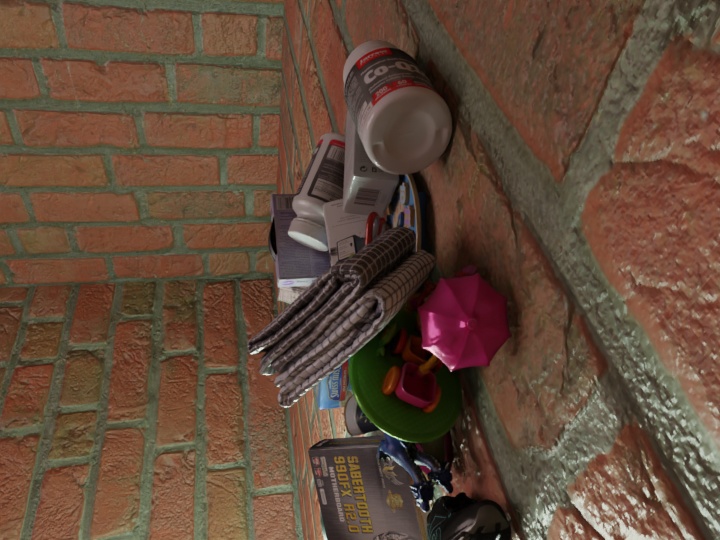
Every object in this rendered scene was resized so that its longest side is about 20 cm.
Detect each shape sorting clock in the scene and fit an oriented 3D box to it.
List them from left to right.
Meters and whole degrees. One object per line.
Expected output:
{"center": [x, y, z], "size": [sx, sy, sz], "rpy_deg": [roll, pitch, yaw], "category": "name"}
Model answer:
{"center": [0.060, -0.053, 0.860], "size": [0.200, 0.039, 0.202], "rpy_deg": [178, 90, -77], "category": "shape sorting clock"}

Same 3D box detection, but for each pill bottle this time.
{"center": [-0.061, -0.143, 1.055], "size": [0.111, 0.110, 0.201], "rpy_deg": [150, 143, -75], "category": "pill bottle"}
{"center": [0.040, -0.226, 0.754], "size": [0.201, 0.113, 0.114], "rpy_deg": [-108, 20, -47], "category": "pill bottle"}

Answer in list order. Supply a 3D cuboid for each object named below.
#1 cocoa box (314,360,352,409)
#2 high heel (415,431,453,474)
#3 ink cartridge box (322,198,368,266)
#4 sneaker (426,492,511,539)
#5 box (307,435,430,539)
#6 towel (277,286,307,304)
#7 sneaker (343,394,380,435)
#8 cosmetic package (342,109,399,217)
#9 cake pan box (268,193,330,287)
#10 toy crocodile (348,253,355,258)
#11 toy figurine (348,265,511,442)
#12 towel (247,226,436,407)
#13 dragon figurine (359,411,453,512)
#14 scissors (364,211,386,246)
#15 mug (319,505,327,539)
{"center": [-0.031, 0.145, 1.083], "size": [0.200, 0.130, 0.134], "rpy_deg": [-112, 23, -55], "category": "cocoa box"}
{"center": [0.079, 0.165, 0.735], "size": [0.096, 0.067, 0.201], "rpy_deg": [-138, 41, -85], "category": "high heel"}
{"center": [0.000, 0.000, 0.945], "size": [0.147, 0.085, 0.201], "rpy_deg": [71, -173, -60], "category": "ink cartridge box"}
{"center": [0.108, 0.290, 0.642], "size": [0.201, 0.075, 0.080], "rpy_deg": [104, 161, -50], "category": "sneaker"}
{"center": [0.020, 0.341, 0.806], "size": [0.048, 0.158, 0.201], "rpy_deg": [-12, -90, -60], "category": "box"}
{"center": [-0.099, 0.000, 1.247], "size": [0.199, 0.034, 0.194], "rpy_deg": [16, 95, 33], "category": "towel"}
{"center": [0.056, 0.186, 0.875], "size": [0.071, 0.108, 0.200], "rpy_deg": [71, -157, -11], "category": "sneaker"}
{"center": [0.016, -0.197, 0.893], "size": [0.102, 0.071, 0.201], "rpy_deg": [113, 161, -62], "category": "cosmetic package"}
{"center": [-0.080, -0.063, 1.113], "size": [0.052, 0.199, 0.185], "rpy_deg": [115, 148, -62], "category": "cake pan box"}
{"center": [0.038, 0.053, 0.791], "size": [0.067, 0.062, 0.200], "rpy_deg": [41, 169, 49], "category": "toy crocodile"}
{"center": [0.094, 0.063, 0.629], "size": [0.184, 0.149, 0.201], "rpy_deg": [-56, 11, 47], "category": "toy figurine"}
{"center": [-0.022, 0.043, 0.650], "size": [0.200, 0.086, 0.166], "rpy_deg": [-43, -1, 30], "category": "towel"}
{"center": [0.050, 0.181, 0.682], "size": [0.099, 0.059, 0.201], "rpy_deg": [-29, 75, 58], "category": "dragon figurine"}
{"center": [0.006, 0.009, 0.814], "size": [0.073, 0.014, 0.201], "rpy_deg": [56, -135, -65], "category": "scissors"}
{"center": [0.014, 0.369, 0.947], "size": [0.185, 0.114, 0.153], "rpy_deg": [-62, -34, -62], "category": "mug"}
